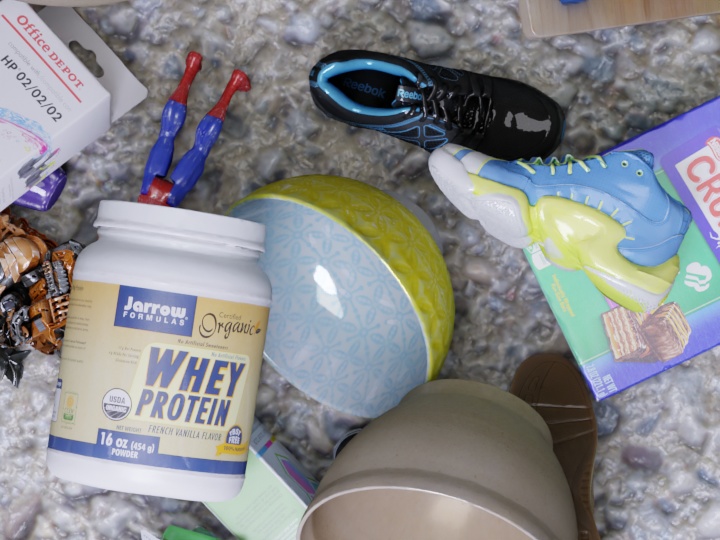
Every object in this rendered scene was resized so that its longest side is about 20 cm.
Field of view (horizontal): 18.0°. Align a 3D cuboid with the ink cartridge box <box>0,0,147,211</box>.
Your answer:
[{"bbox_3d":[-0.268,-0.126,1.711,0.200,0.068,0.115,-40,79,-18],"label":"ink cartridge box"}]

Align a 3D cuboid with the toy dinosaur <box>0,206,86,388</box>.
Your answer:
[{"bbox_3d":[-0.259,0.017,1.741,0.102,0.200,0.136,29,112,-38],"label":"toy dinosaur"}]

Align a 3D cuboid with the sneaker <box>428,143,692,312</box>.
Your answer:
[{"bbox_3d":[0.152,-0.058,1.654,0.200,0.076,0.105,32,81,-1],"label":"sneaker"}]

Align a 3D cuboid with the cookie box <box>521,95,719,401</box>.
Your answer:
[{"bbox_3d":[0.231,-0.019,1.712,0.200,0.075,0.171,-26,89,5],"label":"cookie box"}]

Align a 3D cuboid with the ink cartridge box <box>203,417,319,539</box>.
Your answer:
[{"bbox_3d":[-0.043,0.203,1.732,0.059,0.104,0.200,-44,89,6],"label":"ink cartridge box"}]

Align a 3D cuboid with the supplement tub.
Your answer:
[{"bbox_3d":[-0.141,0.057,1.622,0.144,0.144,0.200,8,88,4],"label":"supplement tub"}]

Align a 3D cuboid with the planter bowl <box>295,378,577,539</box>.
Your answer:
[{"bbox_3d":[0.068,0.165,1.628,0.200,0.200,0.135,17,51,4],"label":"planter bowl"}]

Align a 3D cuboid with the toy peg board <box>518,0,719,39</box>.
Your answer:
[{"bbox_3d":[0.213,-0.284,1.654,0.199,0.098,0.200,-10,92,-19],"label":"toy peg board"}]

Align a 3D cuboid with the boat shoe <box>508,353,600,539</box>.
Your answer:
[{"bbox_3d":[0.144,0.164,1.732,0.071,0.065,0.200,-1,72,-5],"label":"boat shoe"}]

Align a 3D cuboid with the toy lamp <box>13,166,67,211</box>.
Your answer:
[{"bbox_3d":[-0.321,-0.109,1.763,0.200,0.058,0.058,29,95,2],"label":"toy lamp"}]

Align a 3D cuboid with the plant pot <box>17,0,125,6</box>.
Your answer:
[{"bbox_3d":[-0.182,-0.280,1.694,0.134,0.200,0.201,16,95,-32],"label":"plant pot"}]

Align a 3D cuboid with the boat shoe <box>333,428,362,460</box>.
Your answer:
[{"bbox_3d":[0.054,0.202,1.748,0.200,0.057,0.069,43,95,2],"label":"boat shoe"}]

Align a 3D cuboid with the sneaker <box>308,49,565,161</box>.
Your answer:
[{"bbox_3d":[0.056,-0.120,1.719,0.200,0.082,0.073,10,92,3],"label":"sneaker"}]

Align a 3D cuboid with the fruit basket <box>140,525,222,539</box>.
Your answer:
[{"bbox_3d":[-0.074,0.276,1.698,0.200,0.185,0.094,23,61,15],"label":"fruit basket"}]

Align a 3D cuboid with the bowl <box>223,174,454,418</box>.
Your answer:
[{"bbox_3d":[0.000,0.000,1.705,0.200,0.200,0.108,45,54,1],"label":"bowl"}]

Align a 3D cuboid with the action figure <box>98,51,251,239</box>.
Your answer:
[{"bbox_3d":[-0.148,-0.058,1.755,0.065,0.099,0.200,23,72,6],"label":"action figure"}]
